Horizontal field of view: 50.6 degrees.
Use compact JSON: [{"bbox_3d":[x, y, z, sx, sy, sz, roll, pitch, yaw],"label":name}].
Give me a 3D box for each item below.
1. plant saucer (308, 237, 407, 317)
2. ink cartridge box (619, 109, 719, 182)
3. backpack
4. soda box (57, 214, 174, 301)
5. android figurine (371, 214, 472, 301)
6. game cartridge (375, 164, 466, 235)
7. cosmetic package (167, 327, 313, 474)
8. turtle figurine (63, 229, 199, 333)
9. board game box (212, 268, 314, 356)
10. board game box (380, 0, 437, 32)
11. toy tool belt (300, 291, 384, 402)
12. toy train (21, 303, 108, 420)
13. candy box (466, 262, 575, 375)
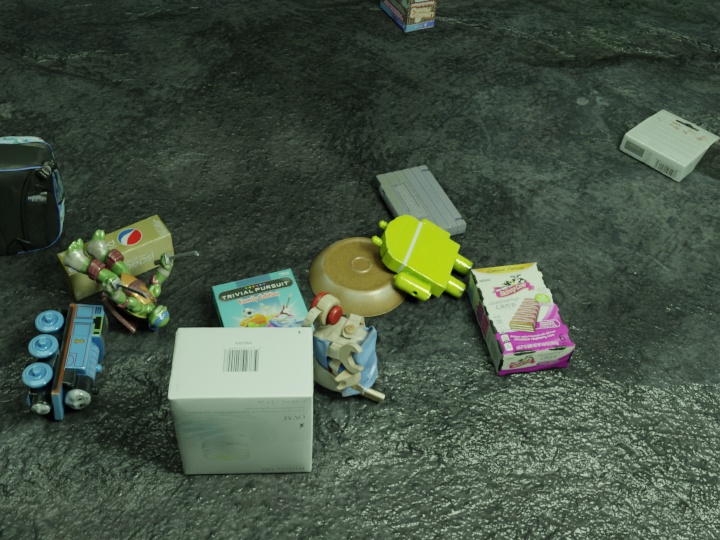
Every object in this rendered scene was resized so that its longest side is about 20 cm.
[{"bbox_3d":[0.000,0.000,1.436,0.195,0.036,0.203,3,46,-3],"label":"plant saucer"},{"bbox_3d":[0.724,-0.297,1.783,0.159,0.048,0.198,37,48,28],"label":"ink cartridge box"},{"bbox_3d":[-0.639,-0.141,1.408,0.178,0.203,0.149,-7,45,-15],"label":"backpack"},{"bbox_3d":[-0.446,-0.025,1.403,0.197,0.069,0.064,-25,52,-26],"label":"soda box"},{"bbox_3d":[0.114,-0.028,1.433,0.197,0.041,0.184,27,48,-4],"label":"android figurine"},{"bbox_3d":[0.120,-0.138,1.583,0.127,0.039,0.202,-16,49,-14],"label":"game cartridge"},{"bbox_3d":[-0.167,0.195,1.116,0.194,0.203,0.125,0,47,-4],"label":"cosmetic package"},{"bbox_3d":[-0.385,-0.007,1.278,0.192,0.201,0.145,34,58,5],"label":"turtle figurine"},{"bbox_3d":[-0.163,0.097,1.321,0.147,0.048,0.202,-13,48,-17],"label":"board game box"},{"bbox_3d":[0.138,-0.797,2.108,0.095,0.203,0.161,-17,49,-21],"label":"board game box"},{"bbox_3d":[-0.013,0.127,1.198,0.121,0.202,0.125,28,58,25],"label":"toy tool belt"},{"bbox_3d":[-0.472,0.142,1.228,0.111,0.088,0.203,2,45,-11],"label":"toy train"},{"bbox_3d":[0.281,0.082,1.360,0.133,0.062,0.203,-6,46,-10],"label":"candy box"}]
